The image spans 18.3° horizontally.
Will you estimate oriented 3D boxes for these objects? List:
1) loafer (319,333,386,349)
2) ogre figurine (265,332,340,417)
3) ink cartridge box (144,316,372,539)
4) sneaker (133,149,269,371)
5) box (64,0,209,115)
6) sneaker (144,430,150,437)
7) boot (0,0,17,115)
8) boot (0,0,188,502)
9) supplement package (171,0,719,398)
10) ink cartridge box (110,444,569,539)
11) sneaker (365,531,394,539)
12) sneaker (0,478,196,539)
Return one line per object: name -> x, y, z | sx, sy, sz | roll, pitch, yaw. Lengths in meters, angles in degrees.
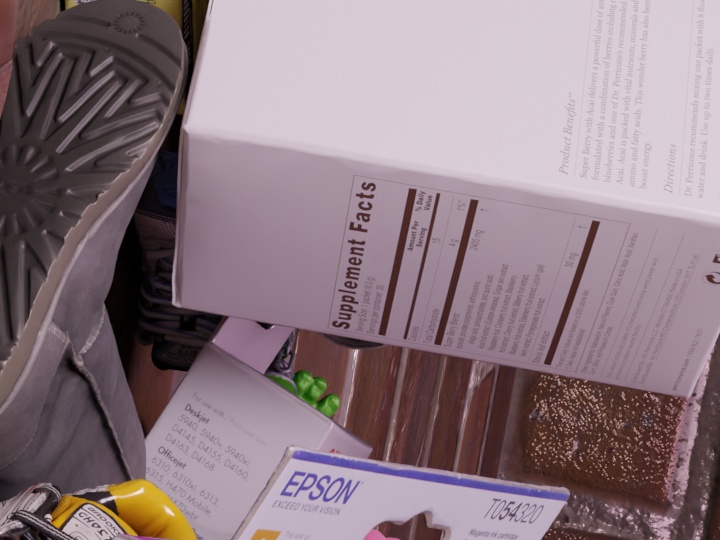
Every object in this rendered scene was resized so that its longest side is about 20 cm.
loafer -> 0.000, 0.000, 0.966 | 0.070, 0.070, 0.200 | -54, 172, -14
ogre figurine -> -0.050, 0.139, 1.182 | 0.120, 0.097, 0.201 | -96, -155, -58
ink cartridge box -> -0.060, 0.103, 0.956 | 0.201, 0.066, 0.116 | -57, 167, -3
sneaker -> -0.064, 0.005, 0.994 | 0.200, 0.076, 0.086 | 60, 47, -75
box -> -0.062, -0.153, 0.893 | 0.201, 0.050, 0.076 | -68, 166, -44
sneaker -> -0.085, 0.178, 1.040 | 0.073, 0.081, 0.202 | -4, 106, -82
boot -> -0.143, 0.007, 0.604 | 0.200, 0.064, 0.188 | -70, 170, -63
boot -> -0.101, 0.024, 0.807 | 0.183, 0.072, 0.200 | -60, 157, -20
supplement package -> 0.039, -0.048, 0.809 | 0.120, 0.198, 0.122 | 101, -1, -58
ink cartridge box -> -0.036, 0.137, 0.724 | 0.201, 0.043, 0.196 | -58, 150, 8
sneaker -> -0.046, 0.164, 0.870 | 0.079, 0.198, 0.096 | 53, -41, 38
sneaker -> -0.115, 0.101, 0.696 | 0.082, 0.078, 0.200 | -44, 172, 15
